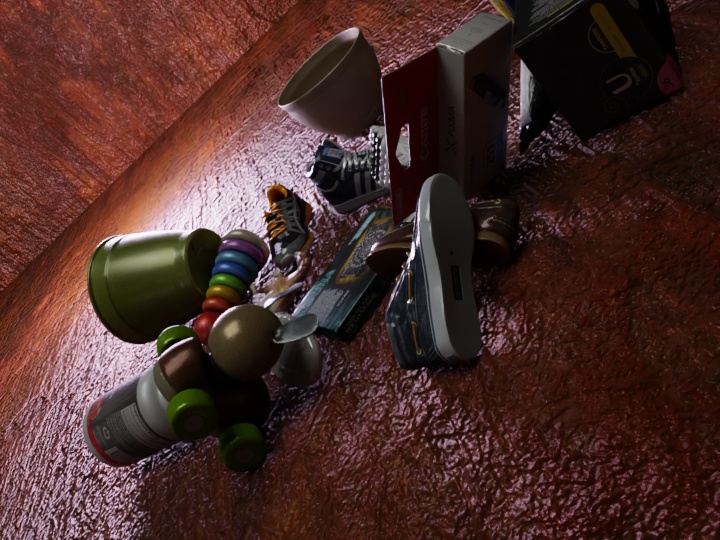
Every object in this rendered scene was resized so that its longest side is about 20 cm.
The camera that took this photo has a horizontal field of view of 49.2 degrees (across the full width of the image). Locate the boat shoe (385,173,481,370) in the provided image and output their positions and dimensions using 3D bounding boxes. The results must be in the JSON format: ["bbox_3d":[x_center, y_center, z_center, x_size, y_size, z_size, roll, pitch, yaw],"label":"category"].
[{"bbox_3d":[0.066,0.003,0.817,0.091,0.071,0.200,-21,65,45],"label":"boat shoe"}]

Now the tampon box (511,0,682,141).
[{"bbox_3d":[0.271,-0.282,0.904,0.126,0.150,0.200,-28,31,34],"label":"tampon box"}]

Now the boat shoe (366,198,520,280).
[{"bbox_3d":[0.095,-0.035,0.904,0.200,0.070,0.070,-8,51,40],"label":"boat shoe"}]

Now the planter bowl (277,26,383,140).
[{"bbox_3d":[-0.036,-0.328,1.451,0.200,0.135,0.200,-34,28,21],"label":"planter bowl"}]

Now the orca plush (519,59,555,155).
[{"bbox_3d":[0.236,-0.232,0.980,0.071,0.105,0.200,0,39,14],"label":"orca plush"}]

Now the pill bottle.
[{"bbox_3d":[-0.286,0.194,1.095,0.200,0.111,0.111,-29,30,30],"label":"pill bottle"}]

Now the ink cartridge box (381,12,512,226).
[{"bbox_3d":[0.103,-0.162,0.890,0.045,0.200,0.176,28,53,32],"label":"ink cartridge box"}]

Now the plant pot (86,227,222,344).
[{"bbox_3d":[-0.328,0.012,1.358,0.193,0.200,0.200,-15,38,29],"label":"plant pot"}]

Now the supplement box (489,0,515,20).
[{"bbox_3d":[0.254,-0.470,1.250,0.109,0.109,0.200,-38,26,15],"label":"supplement box"}]

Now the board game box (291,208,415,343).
[{"bbox_3d":[0.000,0.000,1.041,0.200,0.028,0.135,-54,26,-15],"label":"board game box"}]

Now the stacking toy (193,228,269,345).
[{"bbox_3d":[-0.217,0.031,1.271,0.085,0.085,0.200,-20,39,42],"label":"stacking toy"}]

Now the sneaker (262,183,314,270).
[{"bbox_3d":[-0.127,-0.072,1.283,0.078,0.077,0.200,-36,29,16],"label":"sneaker"}]

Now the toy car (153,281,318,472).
[{"bbox_3d":[-0.129,0.102,0.938,0.200,0.158,0.164,-42,34,7],"label":"toy car"}]

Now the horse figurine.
[{"bbox_3d":[-0.142,0.058,1.146,0.132,0.050,0.200,2,53,57],"label":"horse figurine"}]

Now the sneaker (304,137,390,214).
[{"bbox_3d":[0.003,-0.163,1.181,0.200,0.108,0.070,-26,33,36],"label":"sneaker"}]

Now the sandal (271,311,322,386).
[{"bbox_3d":[-0.100,0.091,1.025,0.203,0.050,0.083,21,104,50],"label":"sandal"}]

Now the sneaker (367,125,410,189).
[{"bbox_3d":[0.068,-0.144,1.071,0.081,0.075,0.200,-10,35,-20],"label":"sneaker"}]
